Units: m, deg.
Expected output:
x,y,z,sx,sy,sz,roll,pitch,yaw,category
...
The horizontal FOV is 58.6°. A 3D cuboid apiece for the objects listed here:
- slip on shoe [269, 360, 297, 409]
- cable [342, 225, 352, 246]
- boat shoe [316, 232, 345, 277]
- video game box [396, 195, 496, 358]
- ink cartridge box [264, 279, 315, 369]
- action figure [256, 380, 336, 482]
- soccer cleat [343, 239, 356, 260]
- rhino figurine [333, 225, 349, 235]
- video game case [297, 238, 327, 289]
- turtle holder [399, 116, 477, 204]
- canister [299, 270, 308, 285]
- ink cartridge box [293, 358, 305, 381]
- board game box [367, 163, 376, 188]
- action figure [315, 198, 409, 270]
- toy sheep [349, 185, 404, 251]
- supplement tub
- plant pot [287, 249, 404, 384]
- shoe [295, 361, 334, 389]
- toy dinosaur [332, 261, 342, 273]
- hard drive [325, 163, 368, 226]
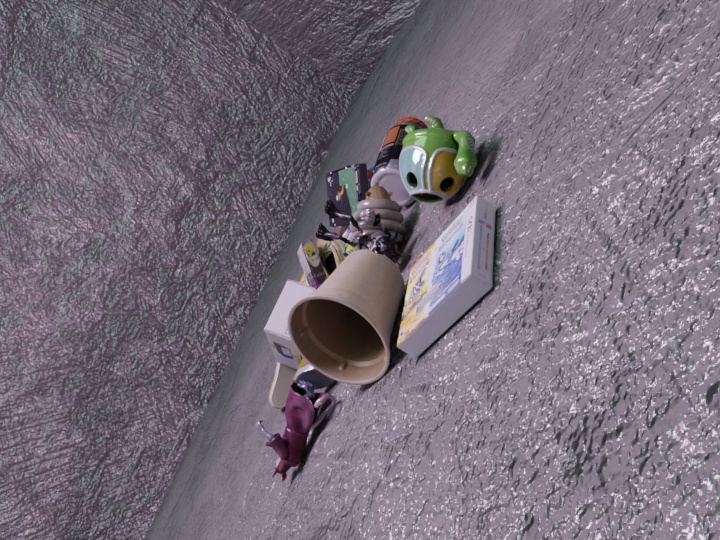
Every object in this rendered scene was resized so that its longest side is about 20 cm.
x,y,z,sx,sy,sz,roll,pitch,yaw,category
-0.196,0.270,1.705,0.061,0.072,0.205,-39,30,64,slip on shoe
0.002,-0.077,1.647,0.204,0.068,0.200,-62,14,-3,cable
-0.065,-0.014,1.563,0.204,0.062,0.074,62,140,29,boat shoe
0.135,0.009,1.006,0.201,0.046,0.185,-50,15,41,video game box
-0.161,0.141,1.612,0.202,0.085,0.148,86,-156,-61,ink cartridge box
-0.124,0.333,1.309,0.146,0.133,0.206,12,83,32,action figure
0.000,0.001,1.474,0.203,0.081,0.066,-86,-4,-47,soccer cleat
-0.046,-0.091,1.813,0.203,0.058,0.089,98,-164,-51,rhino figurine
-0.110,0.023,1.622,0.035,0.186,0.200,-21,-2,-9,video game case
0.156,-0.200,1.215,0.181,0.140,0.136,7,80,34,turtle holder
-0.158,0.087,1.892,0.204,0.085,0.148,-65,13,-6,canister
-0.077,0.160,1.523,0.197,0.046,0.204,-41,27,58,ink cartridge box
0.048,-0.246,1.688,0.195,0.056,0.199,-44,4,-25,board game box
0.002,-0.064,1.309,0.122,0.196,0.102,-65,-17,-1,action figure
0.036,-0.087,1.416,0.137,0.134,0.207,162,107,-71,toy sheep
0.101,-0.263,1.524,0.123,0.121,0.203,-44,21,51,supplement tub
-0.008,0.068,1.173,0.201,0.199,0.185,-47,8,45,plant pot
-0.065,0.174,1.356,0.199,0.071,0.093,-40,31,38,shoe
-0.089,0.080,1.475,0.204,0.057,0.102,-68,25,19,toy dinosaur
-0.032,-0.185,1.606,0.199,0.037,0.144,-179,83,-67,hard drive
